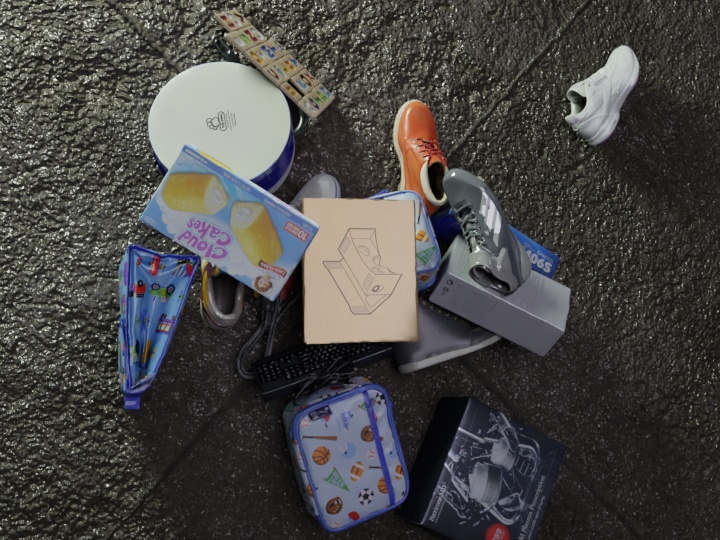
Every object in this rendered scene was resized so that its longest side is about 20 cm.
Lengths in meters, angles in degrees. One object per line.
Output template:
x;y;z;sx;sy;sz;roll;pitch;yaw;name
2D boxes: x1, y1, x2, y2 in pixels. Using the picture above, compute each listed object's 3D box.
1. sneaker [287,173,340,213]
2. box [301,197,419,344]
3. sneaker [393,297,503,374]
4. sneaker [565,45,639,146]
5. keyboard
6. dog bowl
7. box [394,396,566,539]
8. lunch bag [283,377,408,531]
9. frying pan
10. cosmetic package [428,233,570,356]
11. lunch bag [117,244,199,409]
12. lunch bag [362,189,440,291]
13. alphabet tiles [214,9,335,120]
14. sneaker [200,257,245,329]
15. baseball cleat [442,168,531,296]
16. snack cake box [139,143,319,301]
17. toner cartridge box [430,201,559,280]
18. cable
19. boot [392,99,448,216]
-0.093;-0.064;1.156;0.073;0.071;0.200;22;68;22;sneaker
0.000;0.000;1.136;0.163;0.021;0.200;0;86;-13;box
0.136;0.079;1.273;0.200;0.075;0.106;-18;89;-21;sneaker
0.425;-0.323;1.447;0.100;0.075;0.200;29;72;-15;sneaker
-0.048;0.121;1.141;0.200;0.104;0.040;-20;133;-10;keyboard
-0.194;-0.190;1.158;0.200;0.079;0.200;1;70;-2;dog bowl
0.181;0.318;1.236;0.182;0.104;0.200;28;72;-13;box
-0.016;0.253;1.165;0.160;0.076;0.200;-16;101;-19;lunch bag
-0.163;-0.258;1.241;0.190;0.031;0.115;28;73;2;frying pan
0.216;0.037;1.265;0.200;0.071;0.101;27;43;-2;cosmetic package
-0.280;0.082;1.076;0.094;0.151;0.200;10;78;-18;lunch bag
0.018;-0.036;1.219;0.200;0.076;0.160;-13;65;-8;lunch bag
-0.125;-0.308;1.211;0.200;0.167;0.008;43;112;-9;alphabet tiles
-0.192;-0.018;1.158;0.075;0.090;0.200;-4;83;-21;sneaker
0.175;-0.055;1.198;0.200;0.070;0.106;52;47;-1;baseball cleat
-0.166;-0.062;1.063;0.200;0.067;0.115;32;95;-5;snack cake box
0.209;-0.045;1.311;0.200;0.095;0.043;31;71;-14;toner cartridge box
-0.129;0.060;1.201;0.097;0.050;0.200;7;88;-11;cable
0.104;-0.182;1.289;0.075;0.107;0.200;0;80;-19;boot
